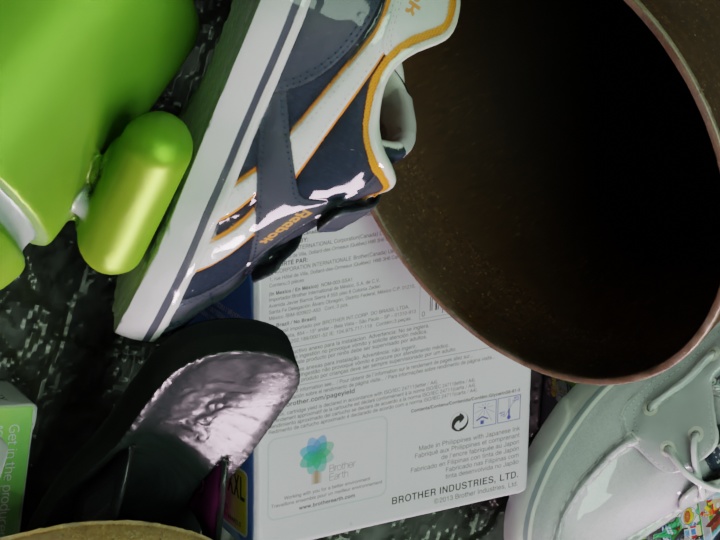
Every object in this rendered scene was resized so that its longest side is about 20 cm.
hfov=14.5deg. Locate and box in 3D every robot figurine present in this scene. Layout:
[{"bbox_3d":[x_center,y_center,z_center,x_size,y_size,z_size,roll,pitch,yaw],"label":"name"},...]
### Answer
[{"bbox_3d":[-0.138,-0.073,1.022,0.175,0.116,0.200,36,78,3],"label":"robot figurine"}]

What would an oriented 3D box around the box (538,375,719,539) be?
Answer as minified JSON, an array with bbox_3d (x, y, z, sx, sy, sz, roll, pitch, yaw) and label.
[{"bbox_3d":[0.134,0.092,1.297,0.110,0.035,0.201,-7,111,-27],"label":"box"}]

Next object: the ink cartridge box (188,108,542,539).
[{"bbox_3d":[0.000,0.000,1.161,0.136,0.076,0.201,-10,114,-28],"label":"ink cartridge box"}]

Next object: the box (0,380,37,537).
[{"bbox_3d":[-0.230,0.117,1.099,0.199,0.036,0.145,0,108,-29],"label":"box"}]

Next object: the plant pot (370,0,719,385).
[{"bbox_3d":[0.124,-0.085,1.081,0.200,0.186,0.188,-34,123,-37],"label":"plant pot"}]

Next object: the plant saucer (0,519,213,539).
[{"bbox_3d":[-0.130,0.173,1.114,0.199,0.036,0.201,-16,144,-12],"label":"plant saucer"}]

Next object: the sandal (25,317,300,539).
[{"bbox_3d":[-0.082,0.094,1.111,0.075,0.048,0.201,1,143,-25],"label":"sandal"}]

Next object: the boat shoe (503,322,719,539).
[{"bbox_3d":[0.148,0.065,1.232,0.200,0.068,0.072,-40,123,-11],"label":"boat shoe"}]

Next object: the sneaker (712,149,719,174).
[{"bbox_3d":[0.159,-0.025,1.180,0.200,0.085,0.078,-37,124,1],"label":"sneaker"}]

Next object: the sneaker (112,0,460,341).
[{"bbox_3d":[-0.029,-0.039,1.029,0.079,0.079,0.200,17,133,-14],"label":"sneaker"}]

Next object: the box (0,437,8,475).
[{"bbox_3d":[-0.259,0.068,0.940,0.199,0.131,0.200,-33,109,15],"label":"box"}]
